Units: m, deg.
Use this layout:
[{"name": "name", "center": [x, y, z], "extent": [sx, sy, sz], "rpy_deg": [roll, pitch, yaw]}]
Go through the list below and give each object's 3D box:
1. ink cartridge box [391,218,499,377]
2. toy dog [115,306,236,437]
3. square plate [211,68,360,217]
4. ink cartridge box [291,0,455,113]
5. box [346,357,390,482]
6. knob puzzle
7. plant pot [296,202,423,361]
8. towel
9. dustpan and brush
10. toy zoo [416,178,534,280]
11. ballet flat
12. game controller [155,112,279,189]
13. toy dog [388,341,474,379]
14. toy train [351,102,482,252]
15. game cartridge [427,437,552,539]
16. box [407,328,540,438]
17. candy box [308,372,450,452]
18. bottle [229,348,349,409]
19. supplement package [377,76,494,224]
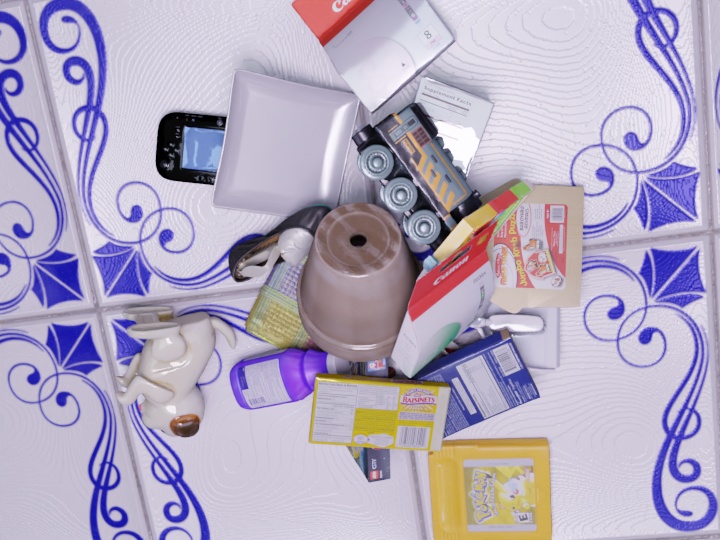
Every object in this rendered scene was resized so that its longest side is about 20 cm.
[{"name": "ink cartridge box", "center": [0.124, 0.041, 1.026], "extent": [0.160, 0.201, 0.050], "rpy_deg": [-36, 70, -27]}, {"name": "toy dog", "center": [-0.304, 0.168, 1.238], "extent": [0.192, 0.139, 0.203], "rpy_deg": [-4, 105, -30]}, {"name": "square plate", "center": [-0.112, -0.180, 1.134], "extent": [0.196, 0.028, 0.203], "rpy_deg": [7, 106, -23]}, {"name": "ink cartridge box", "center": [0.015, -0.357, 1.101], "extent": [0.162, 0.057, 0.200], "rpy_deg": [-38, 101, 14]}, {"name": "box", "center": [0.007, 0.206, 1.191], "extent": [0.037, 0.137, 0.203], "rpy_deg": [-6, 105, -17]}, {"name": "knob puzzle", "center": [0.231, -0.036, 1.149], "extent": [0.216, 0.030, 0.223], "rpy_deg": [-1, 87, 11]}, {"name": "plant pot", "center": [0.000, 0.000, 1.072], "extent": [0.197, 0.174, 0.202], "rpy_deg": [-1, 59, 2]}, {"name": "towel", "center": [-0.089, 0.047, 1.225], "extent": [0.142, 0.023, 0.202], "rpy_deg": [28, 105, 1]}, {"name": "dustpan and brush", "center": [0.206, 0.080, 1.157], "extent": [0.197, 0.057, 0.142], "rpy_deg": [1, 84, 8]}, {"name": "toy zoo", "center": [0.148, -0.044, 1.031], "extent": [0.020, 0.199, 0.132], "rpy_deg": [46, 135, 12]}, {"name": "ballet flat", "center": [-0.121, -0.030, 1.163], "extent": [0.198, 0.069, 0.068], "rpy_deg": [-26, 128, 27]}, {"name": "game controller", "center": [-0.218, -0.184, 1.175], "extent": [0.197, 0.042, 0.106], "rpy_deg": [6, 104, 5]}, {"name": "toy dog", "center": [0.105, 0.142, 1.185], "extent": [0.198, 0.096, 0.133], "rpy_deg": [-26, 100, 12]}, {"name": "toy train", "center": [0.076, -0.124, 1.017], "extent": [0.113, 0.085, 0.201], "rpy_deg": [-37, 98, 4]}, {"name": "game cartridge", "center": [0.213, 0.365, 1.259], "extent": [0.197, 0.032, 0.179], "rpy_deg": [-4, 103, 7]}, {"name": "box", "center": [0.154, 0.178, 1.143], "extent": [0.198, 0.033, 0.122], "rpy_deg": [-26, 115, 11]}, {"name": "candy box", "center": [0.027, 0.206, 1.107], "extent": [0.197, 0.026, 0.104], "rpy_deg": [6, 101, -7]}, {"name": "bottle", "center": [-0.113, 0.166, 1.210], "extent": [0.198, 0.065, 0.085], "rpy_deg": [-16, 96, 27]}, {"name": "supplement package", "center": [0.106, -0.165, 1.101], "extent": [0.108, 0.114, 0.202], "rpy_deg": [19, 104, 1]}]
